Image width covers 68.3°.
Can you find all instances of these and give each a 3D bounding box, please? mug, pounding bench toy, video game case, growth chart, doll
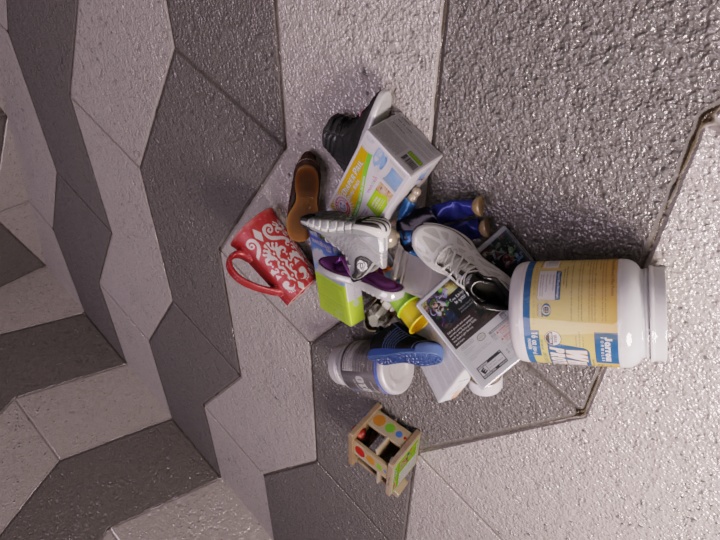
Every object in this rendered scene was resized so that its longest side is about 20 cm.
[{"bbox_3d":[-0.213,-0.014,1.267,0.201,0.177,0.133,48,171,0],"label":"mug"},{"bbox_3d":[0.051,0.473,1.360,0.154,0.123,0.205,27,134,30],"label":"pounding bench toy"},{"bbox_3d":[0.220,0.063,0.881,0.199,0.023,0.183,-41,85,12],"label":"video game case"},{"bbox_3d":[0.138,-0.007,0.956,0.197,0.018,0.148,25,94,35],"label":"growth chart"},{"bbox_3d":[0.117,-0.079,0.912,0.195,0.049,0.139,-12,116,28],"label":"doll"}]

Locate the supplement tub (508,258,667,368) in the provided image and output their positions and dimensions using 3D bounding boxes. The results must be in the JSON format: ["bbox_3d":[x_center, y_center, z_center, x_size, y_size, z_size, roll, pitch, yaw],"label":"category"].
[{"bbox_3d":[0.320,0.059,0.751,0.195,0.145,0.148,-1,117,30],"label":"supplement tub"}]

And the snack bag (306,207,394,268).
[{"bbox_3d":[-0.026,-0.046,1.156,0.191,0.021,0.200,54,141,3],"label":"snack bag"}]

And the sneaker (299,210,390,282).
[{"bbox_3d":[-0.031,-0.039,0.947,0.196,0.074,0.119,12,114,39],"label":"sneaker"}]

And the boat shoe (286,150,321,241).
[{"bbox_3d":[-0.119,-0.157,1.146,0.068,0.072,0.203,7,132,-13],"label":"boat shoe"}]

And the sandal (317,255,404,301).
[{"bbox_3d":[0.004,-0.002,1.000,0.199,0.082,0.051,23,117,32],"label":"sandal"}]

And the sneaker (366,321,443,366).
[{"bbox_3d":[0.089,0.141,1.052,0.069,0.080,0.197,33,153,-33],"label":"sneaker"}]

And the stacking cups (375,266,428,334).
[{"bbox_3d":[0.061,0.031,1.044,0.201,0.059,0.061,51,144,29],"label":"stacking cups"}]

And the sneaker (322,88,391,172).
[{"bbox_3d":[-0.015,-0.260,0.952,0.099,0.071,0.201,42,144,8],"label":"sneaker"}]

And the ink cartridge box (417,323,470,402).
[{"bbox_3d":[0.167,0.131,1.017,0.165,0.049,0.202,63,145,31],"label":"ink cartridge box"}]

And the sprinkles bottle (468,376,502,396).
[{"bbox_3d":[0.226,0.133,0.982,0.067,0.068,0.205,13,125,39],"label":"sprinkles bottle"}]

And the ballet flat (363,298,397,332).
[{"bbox_3d":[0.059,0.071,1.114,0.071,0.070,0.201,46,140,10],"label":"ballet flat"}]

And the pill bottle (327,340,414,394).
[{"bbox_3d":[0.019,0.220,1.223,0.197,0.113,0.116,-8,112,48],"label":"pill bottle"}]

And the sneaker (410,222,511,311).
[{"bbox_3d":[0.160,-0.009,0.818,0.198,0.115,0.077,36,99,8],"label":"sneaker"}]

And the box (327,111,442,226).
[{"bbox_3d":[0.038,-0.157,0.946,0.113,0.101,0.201,46,141,10],"label":"box"}]

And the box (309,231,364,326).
[{"bbox_3d":[-0.053,0.005,1.145,0.121,0.047,0.206,25,130,48],"label":"box"}]
